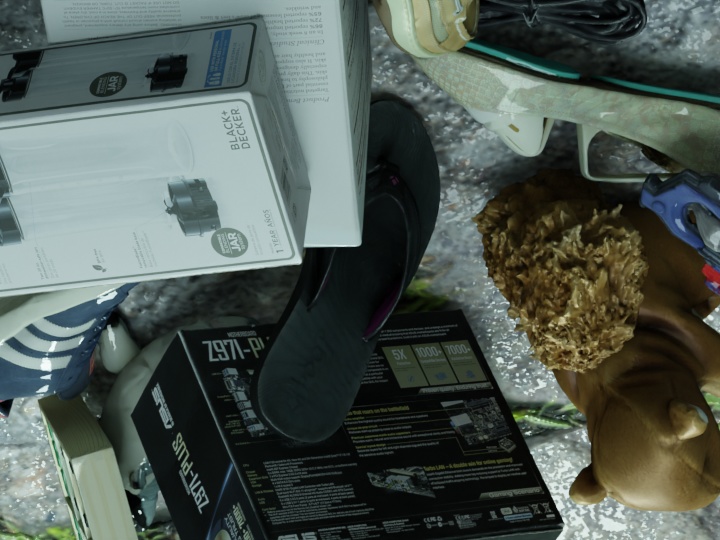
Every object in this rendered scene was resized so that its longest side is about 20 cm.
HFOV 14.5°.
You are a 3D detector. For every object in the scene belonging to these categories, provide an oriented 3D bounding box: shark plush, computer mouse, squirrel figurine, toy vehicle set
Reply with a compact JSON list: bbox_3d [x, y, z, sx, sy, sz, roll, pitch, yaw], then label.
[{"bbox_3d":[-0.115,0.107,1.760,0.083,0.091,0.201,-13,133,-27],"label":"shark plush"},{"bbox_3d":[0.077,-0.212,1.481,0.140,0.046,0.201,5,131,26],"label":"computer mouse"},{"bbox_3d":[0.140,0.043,1.606,0.141,0.187,0.200,-30,125,26],"label":"squirrel figurine"},{"bbox_3d":[-0.151,0.184,1.743,0.026,0.124,0.201,-17,107,-11],"label":"toy vehicle set"}]

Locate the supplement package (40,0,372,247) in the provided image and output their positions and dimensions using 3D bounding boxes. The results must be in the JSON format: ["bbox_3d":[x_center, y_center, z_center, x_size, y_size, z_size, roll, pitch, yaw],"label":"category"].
[{"bbox_3d":[-0.075,-0.134,1.478,0.151,0.151,0.201,-1,132,5],"label":"supplement package"}]

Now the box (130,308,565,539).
[{"bbox_3d":[-0.008,0.116,1.645,0.199,0.164,0.086,-4,144,-33],"label":"box"}]

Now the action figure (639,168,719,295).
[{"bbox_3d":[0.266,-0.027,1.539,0.200,0.105,0.194,41,126,5],"label":"action figure"}]

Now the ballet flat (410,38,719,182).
[{"bbox_3d":[0.117,-0.084,1.566,0.199,0.067,0.063,12,96,-9],"label":"ballet flat"}]

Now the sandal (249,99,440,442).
[{"bbox_3d":[0.001,0.001,1.583,0.075,0.202,0.048,22,168,-21],"label":"sandal"}]

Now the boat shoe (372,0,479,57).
[{"bbox_3d":[0.043,-0.155,1.418,0.076,0.072,0.200,-6,169,13],"label":"boat shoe"}]

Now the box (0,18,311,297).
[{"bbox_3d":[-0.134,-0.053,1.413,0.199,0.060,0.117,-7,131,12],"label":"box"}]

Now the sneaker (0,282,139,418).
[{"bbox_3d":[-0.172,0.028,1.686,0.199,0.075,0.084,-26,124,36],"label":"sneaker"}]
